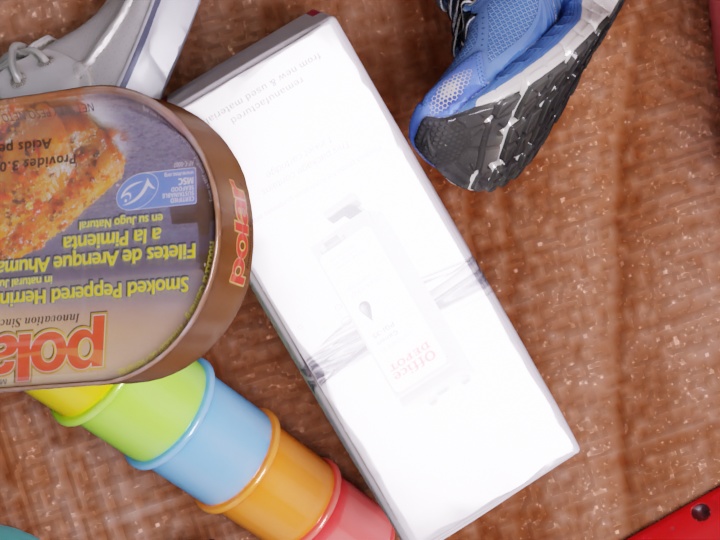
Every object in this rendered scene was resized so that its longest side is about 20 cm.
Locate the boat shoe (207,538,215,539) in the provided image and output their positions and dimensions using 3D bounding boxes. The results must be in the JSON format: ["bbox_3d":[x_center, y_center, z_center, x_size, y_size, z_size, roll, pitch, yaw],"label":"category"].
[{"bbox_3d":[0.006,0.178,1.198,0.200,0.075,0.062,29,95,-7],"label":"boat shoe"}]

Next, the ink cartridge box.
[{"bbox_3d":[0.000,0.000,1.151,0.083,0.147,0.200,-30,97,-1],"label":"ink cartridge box"}]

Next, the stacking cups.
[{"bbox_3d":[-0.065,0.070,1.161,0.200,0.060,0.061,38,86,-27],"label":"stacking cups"}]

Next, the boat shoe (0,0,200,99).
[{"bbox_3d":[-0.127,-0.063,1.170,0.070,0.071,0.200,27,96,-9],"label":"boat shoe"}]

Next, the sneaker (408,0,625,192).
[{"bbox_3d":[0.056,-0.108,1.163,0.089,0.200,0.079,28,132,3],"label":"sneaker"}]

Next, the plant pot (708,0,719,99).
[{"bbox_3d":[0.230,-0.114,1.175,0.200,0.200,0.178,1,102,-9],"label":"plant pot"}]

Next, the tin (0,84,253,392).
[{"bbox_3d":[-0.130,-0.007,1.074,0.200,0.042,0.112,-4,80,28],"label":"tin"}]

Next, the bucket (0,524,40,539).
[{"bbox_3d":[-0.174,0.202,1.138,0.207,0.135,0.208,0,93,-11],"label":"bucket"}]

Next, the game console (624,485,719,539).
[{"bbox_3d":[0.215,0.182,1.262,0.200,0.119,0.173,-29,128,-7],"label":"game console"}]
